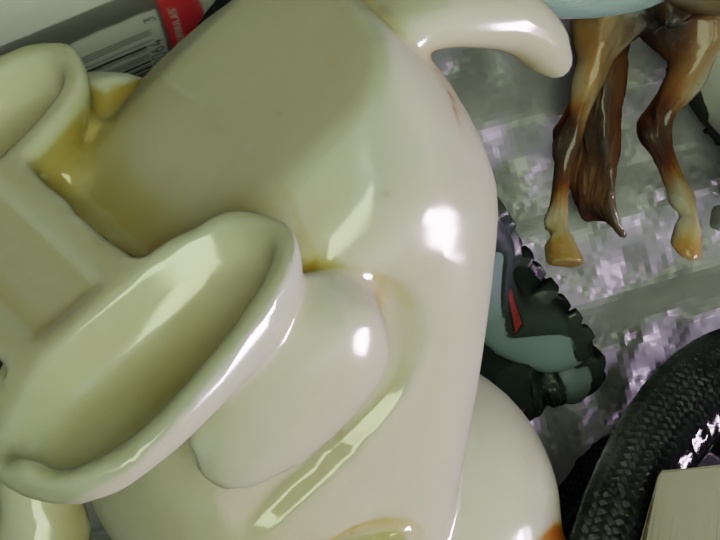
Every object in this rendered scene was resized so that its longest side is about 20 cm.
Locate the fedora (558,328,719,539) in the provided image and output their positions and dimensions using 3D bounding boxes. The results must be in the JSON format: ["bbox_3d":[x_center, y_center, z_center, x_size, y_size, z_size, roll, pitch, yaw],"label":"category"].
[{"bbox_3d":[0.093,0.116,0.781,0.200,0.092,0.201,3,86,-43],"label":"fedora"}]

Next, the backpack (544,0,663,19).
[{"bbox_3d":[0.042,-0.165,0.691,0.167,0.200,0.127,-5,135,-6],"label":"backpack"}]

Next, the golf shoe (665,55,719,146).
[{"bbox_3d":[0.189,-0.035,0.789,0.200,0.094,0.078,27,94,-10],"label":"golf shoe"}]

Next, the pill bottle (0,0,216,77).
[{"bbox_3d":[-0.138,-0.078,0.719,0.200,0.111,0.111,-23,101,-6],"label":"pill bottle"}]

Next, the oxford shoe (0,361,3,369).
[{"bbox_3d":[-0.109,0.040,0.737,0.084,0.073,0.200,22,132,-37],"label":"oxford shoe"}]

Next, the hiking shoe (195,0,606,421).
[{"bbox_3d":[0.000,0.000,0.736,0.087,0.074,0.200,-38,134,2],"label":"hiking shoe"}]

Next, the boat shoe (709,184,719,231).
[{"bbox_3d":[0.179,-0.046,0.705,0.076,0.200,0.060,6,77,-46],"label":"boat shoe"}]

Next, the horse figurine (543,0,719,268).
[{"bbox_3d":[0.103,-0.073,0.727,0.050,0.200,0.133,14,70,-23],"label":"horse figurine"}]

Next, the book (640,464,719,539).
[{"bbox_3d":[0.148,0.148,0.736,0.200,0.048,0.134,28,64,-39],"label":"book"}]

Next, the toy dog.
[{"bbox_3d":[-0.019,0.030,0.652,0.194,0.139,0.200,-46,138,-19],"label":"toy dog"}]
